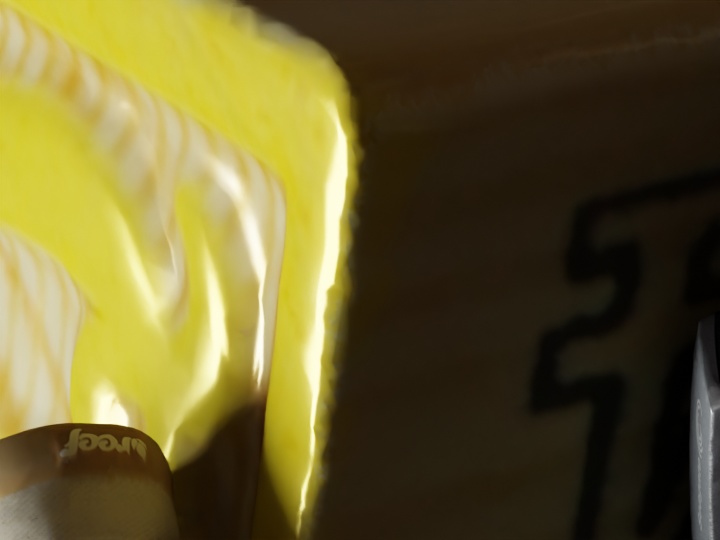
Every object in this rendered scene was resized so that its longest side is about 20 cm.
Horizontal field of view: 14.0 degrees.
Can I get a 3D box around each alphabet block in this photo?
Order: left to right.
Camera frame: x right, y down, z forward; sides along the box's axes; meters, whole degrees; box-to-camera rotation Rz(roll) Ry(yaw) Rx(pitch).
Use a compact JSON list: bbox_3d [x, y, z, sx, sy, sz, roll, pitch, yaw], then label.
[{"bbox_3d":[0.007,-0.002,0.651,0.195,0.200,0.196,31,125,44],"label":"alphabet block"}]

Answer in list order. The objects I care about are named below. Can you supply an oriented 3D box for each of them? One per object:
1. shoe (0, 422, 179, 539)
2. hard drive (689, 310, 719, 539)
[{"bbox_3d":[-0.094,0.099,0.589,0.200,0.070,0.053,-46,56,46],"label":"shoe"},{"bbox_3d":[0.133,0.069,0.610,0.042,0.135,0.200,-120,11,-50],"label":"hard drive"}]
